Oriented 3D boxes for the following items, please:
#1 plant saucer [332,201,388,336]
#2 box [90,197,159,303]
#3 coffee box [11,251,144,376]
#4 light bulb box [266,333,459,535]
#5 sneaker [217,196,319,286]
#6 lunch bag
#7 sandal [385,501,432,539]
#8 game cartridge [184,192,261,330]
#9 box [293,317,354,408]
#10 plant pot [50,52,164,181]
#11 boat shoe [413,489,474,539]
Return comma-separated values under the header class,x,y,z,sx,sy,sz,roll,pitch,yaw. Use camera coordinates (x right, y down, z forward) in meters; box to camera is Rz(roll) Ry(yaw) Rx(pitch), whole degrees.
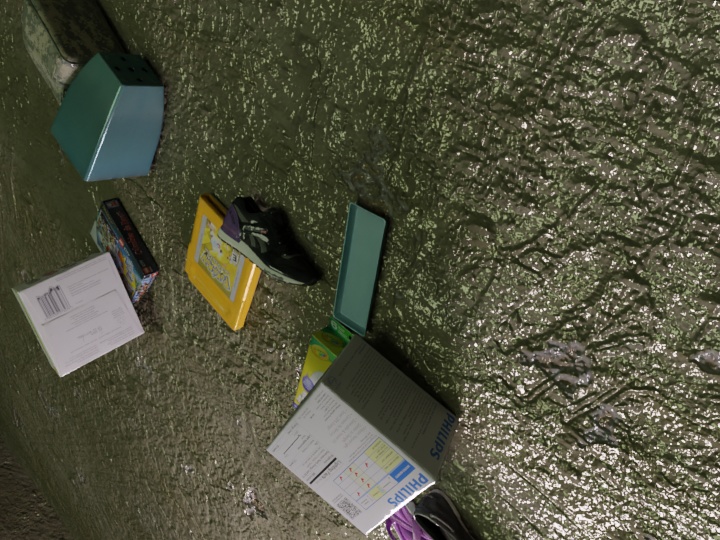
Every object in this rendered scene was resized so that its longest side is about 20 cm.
class,x,y,z,sx,sy,sz,roll,pitch,yaw
plant saucer,0.000,0.000,0.913,0.070,0.019,0.202,30,125,31
box,-0.539,-0.043,1.388,0.201,0.037,0.136,57,136,9
coffee box,-0.642,0.090,1.388,0.197,0.198,0.202,1,116,57
light bulb box,0.001,0.241,0.893,0.199,0.125,0.199,39,128,2
sneaker,-0.143,-0.052,0.990,0.199,0.076,0.088,32,107,17
lunch bag,-0.565,-0.417,1.186,0.201,0.139,0.168,56,134,11
sandal,0.072,0.425,0.997,0.204,0.050,0.083,54,135,12
game cartridge,-0.260,-0.014,1.142,0.176,0.032,0.201,43,130,22
box,-0.041,0.184,1.008,0.117,0.048,0.202,36,127,26
plant pot,-0.459,-0.294,1.143,0.142,0.141,0.200,51,126,15
boat shoe,0.152,0.429,0.917,0.201,0.057,0.067,51,134,16
